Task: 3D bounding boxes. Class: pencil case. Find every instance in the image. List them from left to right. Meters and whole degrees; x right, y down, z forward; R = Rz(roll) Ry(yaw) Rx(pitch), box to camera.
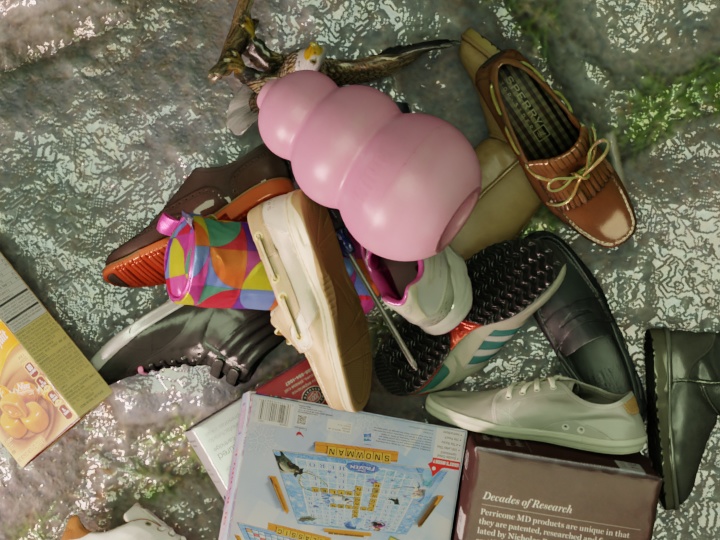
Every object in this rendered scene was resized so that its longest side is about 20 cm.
[{"bbox_3d":[-0.078,-0.008,1.721,0.200,0.088,0.088,6,93,-23],"label":"pencil case"}]

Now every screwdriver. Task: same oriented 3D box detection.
[{"bbox_3d":[0.000,0.000,1.692,0.028,0.029,0.200,-35,84,23],"label":"screwdriver"}]

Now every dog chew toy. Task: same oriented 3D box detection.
[{"bbox_3d":[0.000,-0.096,1.605,0.200,0.125,0.125,35,94,12],"label":"dog chew toy"}]

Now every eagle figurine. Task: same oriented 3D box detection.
[{"bbox_3d":[-0.031,-0.165,1.715,0.200,0.151,0.152,20,103,-4],"label":"eagle figurine"}]

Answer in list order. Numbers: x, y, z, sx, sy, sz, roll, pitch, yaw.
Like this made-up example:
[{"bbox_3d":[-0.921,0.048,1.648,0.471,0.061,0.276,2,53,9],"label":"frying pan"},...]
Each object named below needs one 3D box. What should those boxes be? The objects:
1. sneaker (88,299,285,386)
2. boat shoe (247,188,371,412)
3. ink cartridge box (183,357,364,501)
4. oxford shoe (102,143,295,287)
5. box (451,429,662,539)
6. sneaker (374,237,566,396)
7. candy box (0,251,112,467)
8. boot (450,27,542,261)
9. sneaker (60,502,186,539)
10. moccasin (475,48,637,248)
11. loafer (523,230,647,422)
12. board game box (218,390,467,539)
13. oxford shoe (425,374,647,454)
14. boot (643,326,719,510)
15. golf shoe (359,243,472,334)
[{"bbox_3d":[-0.157,0.078,1.770,0.200,0.071,0.099,-33,85,0],"label":"sneaker"},{"bbox_3d":[-0.045,0.029,1.662,0.069,0.074,0.200,-11,100,24],"label":"boat shoe"},{"bbox_3d":[-0.045,0.192,1.747,0.146,0.083,0.200,-31,90,-11],"label":"ink cartridge box"},{"bbox_3d":[-0.151,-0.048,1.778,0.200,0.071,0.073,-26,62,8],"label":"oxford shoe"},{"bbox_3d":[0.161,0.252,1.706,0.164,0.166,0.200,9,93,1],"label":"box"},{"bbox_3d":[0.106,0.043,1.740,0.200,0.093,0.070,-40,70,12],"label":"sneaker"},{"bbox_3d":[-0.329,0.069,1.763,0.200,0.055,0.115,50,132,0],"label":"candy box"},{"bbox_3d":[0.092,-0.093,1.751,0.200,0.066,0.175,-44,89,6],"label":"boot"},{"bbox_3d":[-0.178,0.257,1.780,0.200,0.073,0.085,5,76,-5],"label":"sneaker"},{"bbox_3d":[0.175,-0.105,1.685,0.074,0.078,0.201,-30,102,2],"label":"moccasin"},{"bbox_3d":[0.203,0.055,1.744,0.068,0.070,0.201,-27,90,-2],"label":"loafer"},{"bbox_3d":[-0.020,0.220,1.683,0.200,0.041,0.200,12,81,-11],"label":"board game box"},{"bbox_3d":[0.156,0.119,1.706,0.200,0.075,0.058,6,102,20],"label":"oxford shoe"},{"bbox_3d":[0.361,0.124,1.746,0.200,0.073,0.182,-2,94,-3],"label":"boot"},{"bbox_3d":[0.033,-0.041,1.688,0.075,0.092,0.200,-35,62,27],"label":"golf shoe"}]
